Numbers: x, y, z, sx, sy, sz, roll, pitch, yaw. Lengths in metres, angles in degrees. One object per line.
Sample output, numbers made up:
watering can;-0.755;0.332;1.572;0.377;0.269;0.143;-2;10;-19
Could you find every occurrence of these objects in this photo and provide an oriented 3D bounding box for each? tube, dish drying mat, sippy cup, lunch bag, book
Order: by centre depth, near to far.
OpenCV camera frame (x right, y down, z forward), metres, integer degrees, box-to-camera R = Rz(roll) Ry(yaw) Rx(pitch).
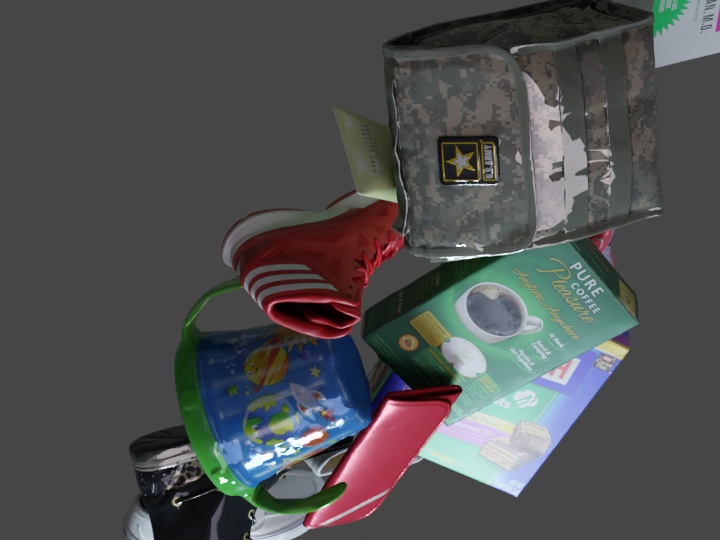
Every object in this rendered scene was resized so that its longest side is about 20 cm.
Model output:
lunch bag;0.114;-0.104;1.230;0.199;0.118;0.165;-15;114;-18
tube;0.056;-0.073;1.301;0.199;0.058;0.052;14;100;-45
book;0.308;-0.241;1.304;0.199;0.048;0.134;-16;139;-16
sippy cup;-0.065;0.099;1.349;0.130;0.140;0.178;-20;136;12
dish drying mat;0.016;0.161;1.423;0.076;0.018;0.200;-3;145;-30

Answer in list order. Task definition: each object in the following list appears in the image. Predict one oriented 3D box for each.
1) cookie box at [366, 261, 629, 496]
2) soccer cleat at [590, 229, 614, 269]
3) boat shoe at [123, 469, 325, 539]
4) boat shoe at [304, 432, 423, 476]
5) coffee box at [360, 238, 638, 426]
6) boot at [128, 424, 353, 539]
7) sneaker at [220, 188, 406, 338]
cookie box;0.116;0.084;1.474;0.170;0.075;0.200;24;124;-12
soccer cleat;0.199;-0.021;1.489;0.077;0.066;0.201;-53;152;-41
boat shoe;-0.119;0.211;1.534;0.199;0.072;0.066;-3;142;-20
boat shoe;0.033;0.154;1.565;0.199;0.070;0.071;-6;139;-31
coffee box;0.115;0.038;1.368;0.200;0.044;0.123;-32;116;26
boot;-0.098;0.207;1.472;0.202;0.073;0.155;-8;100;-19
sneaker;0.000;0.000;1.313;0.199;0.116;0.079;-16;143;-20
